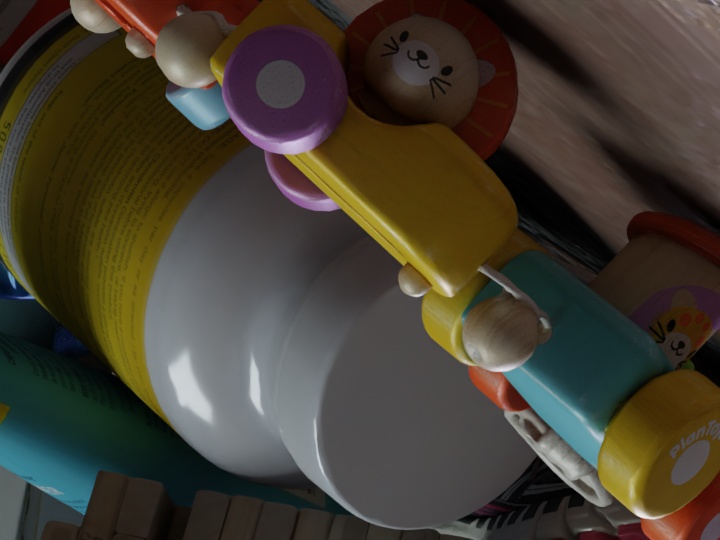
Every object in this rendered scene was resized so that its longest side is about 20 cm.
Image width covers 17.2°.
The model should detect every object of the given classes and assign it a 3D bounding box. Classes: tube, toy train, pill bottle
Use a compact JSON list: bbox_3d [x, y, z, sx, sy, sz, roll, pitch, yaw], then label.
[{"bbox_3d":[-0.089,0.046,0.711,0.200,0.050,0.077,30,171,-34],"label":"tube"},{"bbox_3d":[0.014,-0.024,0.511,0.200,0.056,0.150,44,177,-16],"label":"toy train"},{"bbox_3d":[-0.028,-0.005,0.693,0.112,0.112,0.200,42,177,-38],"label":"pill bottle"}]

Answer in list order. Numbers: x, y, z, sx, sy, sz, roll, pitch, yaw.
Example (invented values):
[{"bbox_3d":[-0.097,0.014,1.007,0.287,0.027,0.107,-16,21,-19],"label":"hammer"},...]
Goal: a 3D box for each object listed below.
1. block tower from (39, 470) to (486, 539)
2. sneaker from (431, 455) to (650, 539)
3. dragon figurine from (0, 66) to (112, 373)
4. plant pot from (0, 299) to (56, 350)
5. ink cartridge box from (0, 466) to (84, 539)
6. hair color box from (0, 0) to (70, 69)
[{"bbox_3d":[0.009,0.103,0.655,0.200,0.054,0.058,9,156,13],"label":"block tower"},{"bbox_3d":[0.064,0.066,0.703,0.081,0.075,0.200,28,156,-32],"label":"sneaker"},{"bbox_3d":[-0.111,-0.020,0.828,0.099,0.059,0.200,6,135,54],"label":"dragon figurine"},{"bbox_3d":[-0.174,-0.014,0.960,0.200,0.135,0.200,38,177,3],"label":"plant pot"},{"bbox_3d":[-0.114,0.110,0.924,0.147,0.083,0.200,16,165,-34],"label":"ink cartridge box"},{"bbox_3d":[-0.114,-0.091,0.977,0.111,0.064,0.200,37,175,21],"label":"hair color box"}]
